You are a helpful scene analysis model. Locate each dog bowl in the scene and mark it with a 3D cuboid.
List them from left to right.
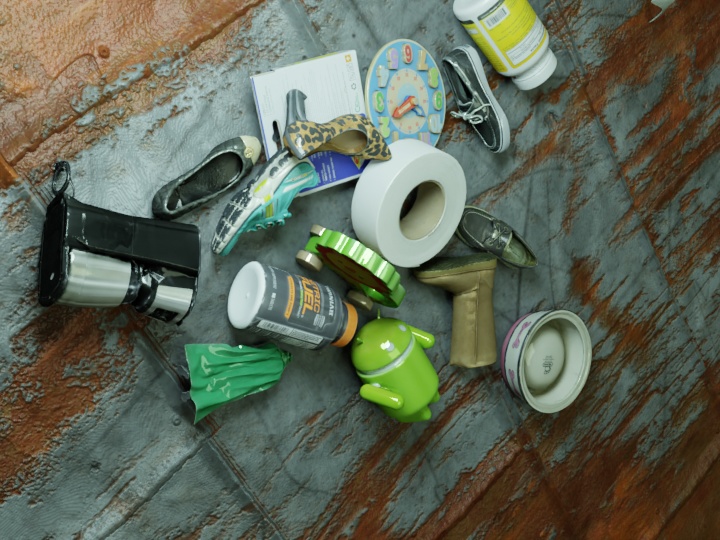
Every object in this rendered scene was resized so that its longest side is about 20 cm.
[{"bbox_3d":[0.355,0.170,1.806,0.198,0.073,0.204,-6,101,-34],"label":"dog bowl"}]

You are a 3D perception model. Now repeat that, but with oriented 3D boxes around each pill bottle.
[{"bbox_3d":[-0.100,0.063,1.457,0.198,0.106,0.108,19,86,-35],"label":"pill bottle"},{"bbox_3d":[0.258,-0.416,1.626,0.200,0.112,0.113,45,72,-31],"label":"pill bottle"}]

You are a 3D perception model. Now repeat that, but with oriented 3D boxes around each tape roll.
[{"bbox_3d":[0.081,-0.110,1.542,0.201,0.070,0.205,-23,127,-33],"label":"tape roll"}]

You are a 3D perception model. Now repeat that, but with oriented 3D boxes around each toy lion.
[{"bbox_3d":[0.000,0.000,1.464,0.199,0.191,0.069,39,76,-32],"label":"toy lion"}]

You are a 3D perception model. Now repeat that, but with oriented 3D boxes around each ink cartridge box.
[{"bbox_3d":[-0.077,-0.228,1.468,0.198,0.047,0.201,-20,109,-29],"label":"ink cartridge box"}]

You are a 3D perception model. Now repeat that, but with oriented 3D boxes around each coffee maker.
[{"bbox_3d":[-0.322,-0.033,1.273,0.198,0.134,0.195,10,91,-35],"label":"coffee maker"}]

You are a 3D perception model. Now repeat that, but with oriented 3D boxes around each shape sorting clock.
[{"bbox_3d":[0.079,-0.282,1.551,0.198,0.039,0.204,-10,103,-46],"label":"shape sorting clock"}]

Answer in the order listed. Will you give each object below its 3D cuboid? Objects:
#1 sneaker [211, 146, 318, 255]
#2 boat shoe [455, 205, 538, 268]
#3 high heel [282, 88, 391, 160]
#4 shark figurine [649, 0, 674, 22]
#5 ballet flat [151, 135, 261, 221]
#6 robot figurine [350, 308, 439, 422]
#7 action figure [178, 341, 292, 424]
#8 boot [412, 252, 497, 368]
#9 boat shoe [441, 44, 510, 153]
[{"bbox_3d":[-0.144,-0.091,1.395,0.200,0.078,0.080,-44,117,4],"label":"sneaker"},{"bbox_3d":[0.253,-0.059,1.704,0.200,0.066,0.073,31,80,-34],"label":"boat shoe"},{"bbox_3d":[-0.031,-0.179,1.397,0.198,0.071,0.144,25,39,-26],"label":"high heel"},{"bbox_3d":[0.627,-0.620,1.875,0.126,0.090,0.218,-8,95,1],"label":"shark figurine"},{"bbox_3d":[-0.220,-0.133,1.374,0.199,0.056,0.067,-40,118,-23],"label":"ballet flat"},{"bbox_3d":[0.058,0.166,1.574,0.201,0.114,0.176,59,43,-24],"label":"robot figurine"},{"bbox_3d":[-0.186,0.155,1.444,0.198,0.054,0.120,-10,101,-40],"label":"action figure"},{"bbox_3d":[0.174,0.079,1.672,0.172,0.066,0.203,-6,108,-19],"label":"boot"},{"bbox_3d":[0.198,-0.289,1.626,0.068,0.073,0.202,-36,115,-29],"label":"boat shoe"}]
